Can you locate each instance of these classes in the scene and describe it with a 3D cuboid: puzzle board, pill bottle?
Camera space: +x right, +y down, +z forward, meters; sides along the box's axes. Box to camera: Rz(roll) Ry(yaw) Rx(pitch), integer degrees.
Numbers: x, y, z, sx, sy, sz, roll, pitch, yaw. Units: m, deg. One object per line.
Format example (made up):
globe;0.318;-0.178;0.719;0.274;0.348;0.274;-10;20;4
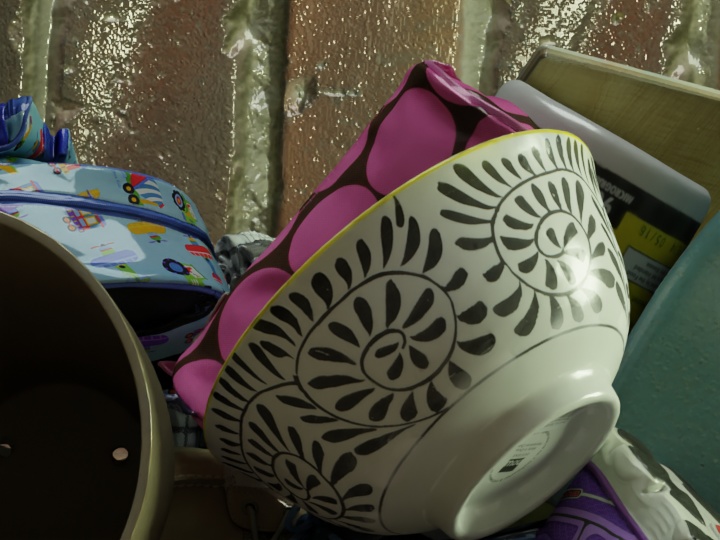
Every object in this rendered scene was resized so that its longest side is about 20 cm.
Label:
puzzle board;0.116;-0.035;1.508;0.150;0.017;0.200;12;-39;-19
pill bottle;0.067;0.023;1.397;0.114;0.201;0.114;29;4;-2

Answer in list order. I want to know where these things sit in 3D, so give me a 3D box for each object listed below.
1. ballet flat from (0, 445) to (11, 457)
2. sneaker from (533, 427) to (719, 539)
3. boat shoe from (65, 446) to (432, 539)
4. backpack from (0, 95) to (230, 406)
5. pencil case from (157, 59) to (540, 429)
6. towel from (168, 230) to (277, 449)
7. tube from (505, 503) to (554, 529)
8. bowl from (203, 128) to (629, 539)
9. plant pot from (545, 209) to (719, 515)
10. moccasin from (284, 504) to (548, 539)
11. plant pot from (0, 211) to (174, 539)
ballet flat;-0.149;0.120;1.404;0.199;0.068;0.064;17;33;-29
sneaker;0.122;0.142;1.188;0.081;0.084;0.200;38;8;-23
boat shoe;-0.045;0.122;1.377;0.199;0.073;0.065;9;-2;-43
backpack;-0.156;0.003;1.416;0.199;0.135;0.183;-7;-23;3
pencil case;0.000;0.000;1.323;0.094;0.200;0.091;45;7;36
towel;-0.044;0.065;1.567;0.085;0.167;0.200;8;4;12
tube;0.138;0.143;1.415;0.199;0.052;0.058;11;43;36
bowl;0.043;0.046;1.214;0.094;0.201;0.200;51;25;22
plant pot;0.217;0.045;1.353;0.195;0.201;0.196;24;6;8
moccasin;0.003;0.128;1.302;0.199;0.069;0.080;3;3;-10
plant pot;-0.151;0.080;1.223;0.186;0.188;0.200;4;-8;11
